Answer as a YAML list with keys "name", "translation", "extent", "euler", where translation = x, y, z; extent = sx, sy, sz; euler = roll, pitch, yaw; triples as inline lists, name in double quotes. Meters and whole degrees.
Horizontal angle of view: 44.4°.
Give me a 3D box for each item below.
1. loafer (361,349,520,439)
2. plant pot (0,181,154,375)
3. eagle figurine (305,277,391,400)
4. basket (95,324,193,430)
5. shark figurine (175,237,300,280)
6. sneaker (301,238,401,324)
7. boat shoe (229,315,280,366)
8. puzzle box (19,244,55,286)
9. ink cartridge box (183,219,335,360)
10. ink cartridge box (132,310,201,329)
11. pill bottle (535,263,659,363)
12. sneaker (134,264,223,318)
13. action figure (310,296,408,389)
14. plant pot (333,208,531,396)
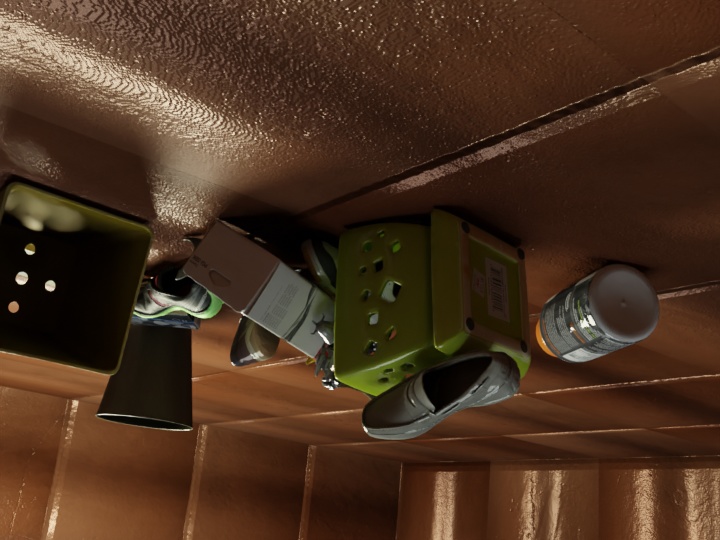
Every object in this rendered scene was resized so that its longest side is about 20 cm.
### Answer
- name: "loafer"
  translation: [0.080, 0.135, 0.985]
  extent: [0.199, 0.070, 0.070]
  euler: [-27, 140, 24]
- name: "plant pot"
  translation: [-0.421, 0.011, 1.168]
  extent: [0.199, 0.202, 0.176]
  euler: [20, 170, -38]
- name: "eagle figurine"
  translation: [-0.026, 0.092, 1.326]
  extent: [0.149, 0.201, 0.152]
  euler: [-8, 146, -6]
- name: "basket"
  translation: [-0.386, 0.183, 1.642]
  extent: [0.179, 0.202, 0.136]
  euler: [13, 160, -24]
- name: "shark figurine"
  translation: [-0.166, 0.019, 1.258]
  extent: [0.127, 0.090, 0.215]
  euler: [-1, 163, 16]
- name: "sneaker"
  translation: [0.000, 0.000, 1.197]
  extent: [0.087, 0.076, 0.200]
  euler: [-32, 140, 18]
- name: "boat shoe"
  translation: [-0.152, 0.084, 1.333]
  extent: [0.064, 0.072, 0.200]
  euler: [-24, -162, 15]
- name: "puzzle box"
  translation: [-0.505, -0.023, 1.331]
  extent: [0.132, 0.026, 0.199]
  euler: [-7, 158, 37]
- name: "ink cartridge box"
  translation: [-0.114, 0.033, 1.164]
  extent: [0.146, 0.083, 0.200]
  euler: [31, 174, 39]
- name: "ink cartridge box"
  translation: [-0.387, 0.068, 1.556]
  extent: [0.198, 0.040, 0.100]
  euler: [5, 163, 5]
- name: "pill bottle"
  translation: [0.314, 0.067, 1.218]
  extent: [0.105, 0.107, 0.200]
  euler: [10, 162, -12]
- name: "sneaker"
  translation: [-0.297, 0.025, 1.367]
  extent: [0.198, 0.077, 0.084]
  euler: [-3, 136, 30]
- name: "action figure"
  translation: [0.004, 0.107, 1.169]
  extent: [0.199, 0.131, 0.069]
  euler: [32, 180, -39]
- name: "plant pot"
  translation: [0.097, 0.046, 1.088]
  extent: [0.181, 0.202, 0.198]
  euler: [-20, 149, 39]
